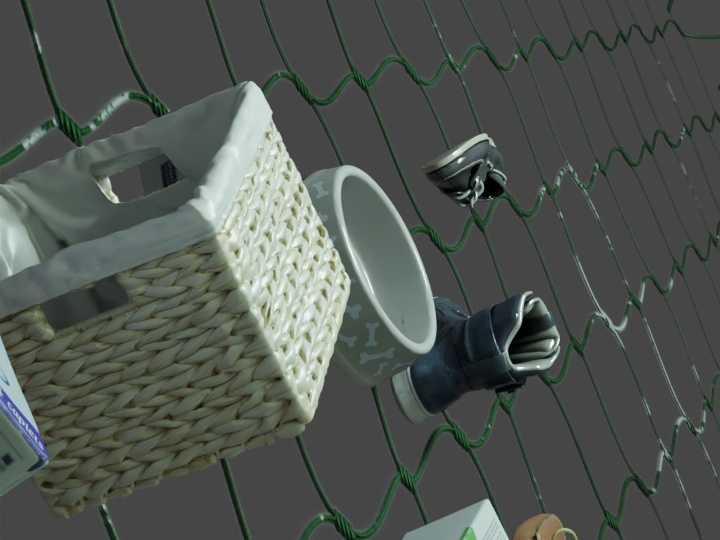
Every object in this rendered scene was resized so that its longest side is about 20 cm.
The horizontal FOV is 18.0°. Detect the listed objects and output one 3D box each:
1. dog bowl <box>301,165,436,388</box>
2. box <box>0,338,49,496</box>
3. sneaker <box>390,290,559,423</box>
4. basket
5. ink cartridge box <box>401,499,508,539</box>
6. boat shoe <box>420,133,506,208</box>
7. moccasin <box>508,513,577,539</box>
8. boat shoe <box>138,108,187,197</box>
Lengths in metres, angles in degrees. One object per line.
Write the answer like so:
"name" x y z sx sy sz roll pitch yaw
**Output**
"dog bowl" 0.000 0.000 1.952 0.200 0.058 0.200 53 23 -34
"box" -0.254 0.017 1.076 0.184 0.105 0.200 56 -4 -27
"sneaker" 0.113 0.059 2.053 0.077 0.146 0.202 58 19 -16
"basket" -0.129 0.015 1.384 0.161 0.198 0.200 62 18 -22
"ink cartridge box" 0.098 0.305 1.807 0.201 0.083 0.147 63 19 -6
"boat shoe" 0.116 -0.100 2.364 0.063 0.072 0.200 63 14 3
"moccasin" 0.167 0.277 2.033 0.074 0.077 0.201 62 19 -11
"boat shoe" -0.123 -0.033 1.654 0.066 0.072 0.200 45 19 -37
